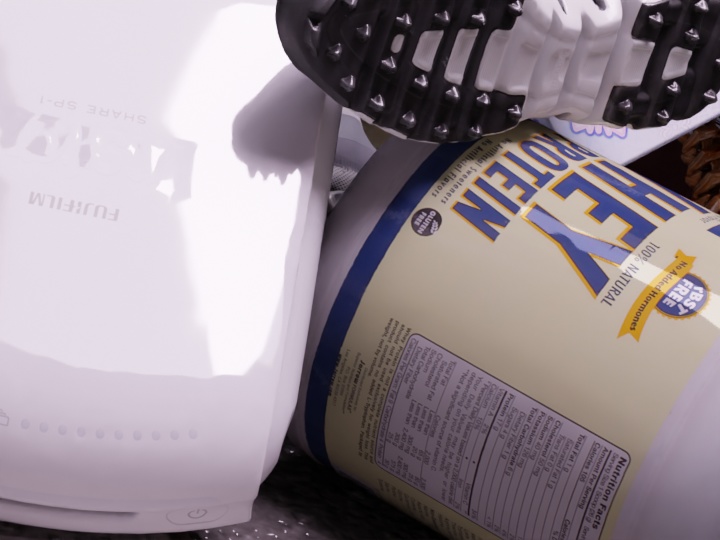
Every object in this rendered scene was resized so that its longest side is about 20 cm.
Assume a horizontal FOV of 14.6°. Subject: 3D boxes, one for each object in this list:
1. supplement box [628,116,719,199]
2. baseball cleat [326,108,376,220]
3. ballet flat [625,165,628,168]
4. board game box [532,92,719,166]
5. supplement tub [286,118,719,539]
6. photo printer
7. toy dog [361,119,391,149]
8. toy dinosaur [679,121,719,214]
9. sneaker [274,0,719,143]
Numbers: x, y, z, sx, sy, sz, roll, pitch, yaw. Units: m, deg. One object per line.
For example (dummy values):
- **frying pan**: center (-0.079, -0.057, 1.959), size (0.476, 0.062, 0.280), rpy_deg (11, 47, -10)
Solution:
- **supplement box**: center (0.136, -0.107, 1.287), size (0.200, 0.197, 0.133), rpy_deg (33, 7, 17)
- **baseball cleat**: center (0.000, 0.000, 1.088), size (0.200, 0.070, 0.107), rpy_deg (42, 36, -41)
- **ballet flat**: center (0.077, -0.078, 1.199), size (0.074, 0.200, 0.074), rpy_deg (4, 7, -1)
- **board game box**: center (0.104, -0.152, 1.114), size (0.200, 0.041, 0.200), rpy_deg (-28, 90, -30)
- **supplement tub**: center (0.086, 0.042, 0.972), size (0.200, 0.145, 0.145), rpy_deg (29, 21, 22)
- **photo printer**: center (-0.096, -0.012, 0.917), size (0.166, 0.069, 0.200), rpy_deg (12, 60, -4)
- **toy dog**: center (-0.019, -0.161, 1.178), size (0.139, 0.200, 0.194), rpy_deg (10, 22, -30)
- **toy dinosaur**: center (0.201, 0.009, 1.145), size (0.200, 0.136, 0.102), rpy_deg (54, -5, -10)
- **sneaker**: center (0.036, -0.088, 0.963), size (0.200, 0.067, 0.090), rpy_deg (-1, 28, -43)
